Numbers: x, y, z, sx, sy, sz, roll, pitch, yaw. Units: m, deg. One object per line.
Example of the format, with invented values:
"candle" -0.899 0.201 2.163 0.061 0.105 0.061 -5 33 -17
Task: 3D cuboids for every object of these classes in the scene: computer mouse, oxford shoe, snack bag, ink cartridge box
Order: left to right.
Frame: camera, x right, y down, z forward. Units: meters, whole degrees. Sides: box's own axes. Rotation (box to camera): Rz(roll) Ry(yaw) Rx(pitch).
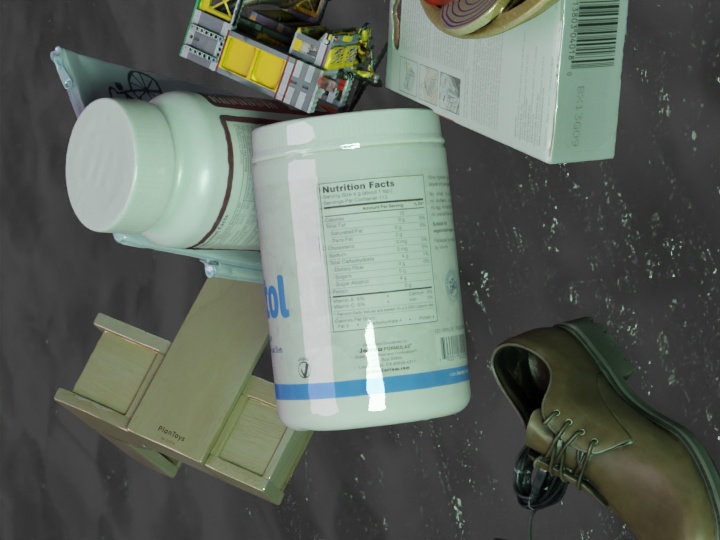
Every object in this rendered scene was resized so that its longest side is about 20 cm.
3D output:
"snack bag" -0.134 -0.074 1.430 0.021 0.200 0.189 -41 57 31
"ink cartridge box" 0.084 -0.142 1.156 0.200 0.050 0.109 32 123 57
"computer mouse" 0.096 0.175 1.184 0.059 0.034 0.200 -124 32 -43
"oxford shoe" 0.135 0.107 1.071 0.200 0.084 0.073 50 135 44

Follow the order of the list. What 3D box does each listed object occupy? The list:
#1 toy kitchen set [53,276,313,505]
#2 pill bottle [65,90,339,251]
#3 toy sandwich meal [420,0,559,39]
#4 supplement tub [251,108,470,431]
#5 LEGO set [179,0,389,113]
"toy kitchen set" -0.098 0.093 1.539 0.200 0.180 0.163 21 75 25
"pill bottle" -0.098 -0.069 1.333 0.109 0.200 0.110 -2 87 50
"toy sandwich meal" 0.080 -0.230 1.066 0.205 0.070 0.206 -32 47 42
"supplement tub" 0.000 0.000 1.254 0.132 0.132 0.201 -8 88 62
"LEGO set" -0.020 -0.177 1.240 0.116 0.200 0.154 25 99 17
